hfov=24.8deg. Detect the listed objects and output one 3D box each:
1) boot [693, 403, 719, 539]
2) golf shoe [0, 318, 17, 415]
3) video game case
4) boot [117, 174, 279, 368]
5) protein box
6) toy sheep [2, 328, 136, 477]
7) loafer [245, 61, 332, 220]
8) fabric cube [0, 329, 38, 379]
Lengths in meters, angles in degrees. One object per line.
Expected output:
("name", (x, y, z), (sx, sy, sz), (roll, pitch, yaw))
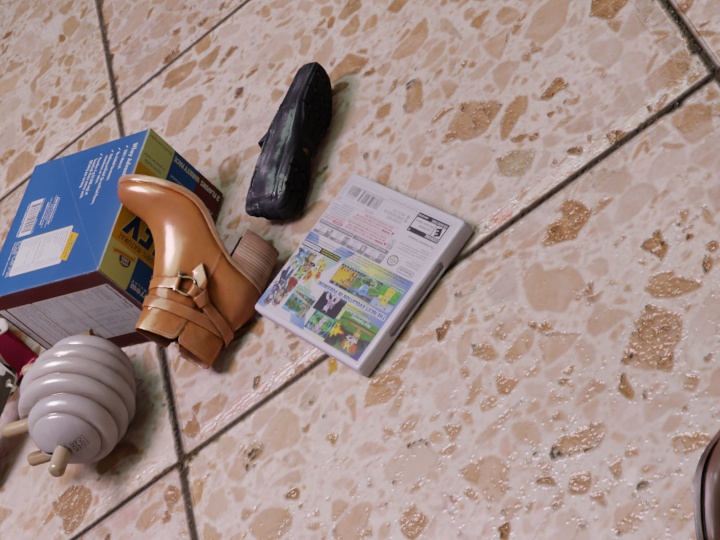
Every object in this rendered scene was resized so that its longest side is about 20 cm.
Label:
("boot", (0.351, 0.140, 1.187), (0.199, 0.064, 0.187), (-3, 58, 37))
("golf shoe", (-0.429, 0.151, 1.864), (0.088, 0.201, 0.077), (-11, 5, -12))
("video game case", (0.000, 0.000, 1.673), (0.183, 0.022, 0.200), (-53, 39, -8))
("boot", (-0.203, 0.000, 1.751), (0.156, 0.199, 0.077), (-59, 5, -20))
("protein box", (-0.296, -0.028, 1.888), (0.199, 0.135, 0.199), (-13, 49, 37))
("toy sheep", (-0.306, 0.144, 1.755), (0.137, 0.138, 0.201), (-24, 39, 27))
("loafer", (-0.083, -0.148, 1.843), (0.070, 0.068, 0.202), (-2, 59, 32))
("fabric cube", (-0.549, 0.095, 1.976), (0.200, 0.196, 0.199), (-52, 37, -6))
